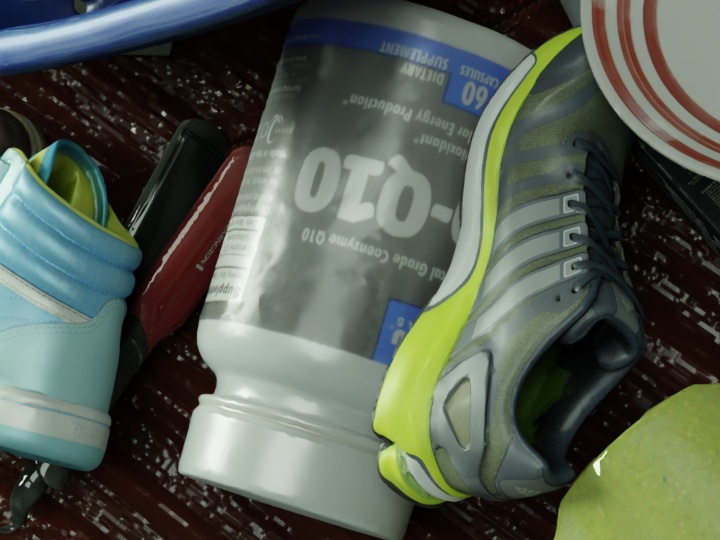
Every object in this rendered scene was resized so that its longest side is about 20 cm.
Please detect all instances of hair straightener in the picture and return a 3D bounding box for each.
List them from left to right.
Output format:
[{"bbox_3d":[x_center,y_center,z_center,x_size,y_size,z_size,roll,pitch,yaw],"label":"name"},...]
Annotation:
[{"bbox_3d":[-0.114,0.022,1.045,0.077,0.041,0.200,32,93,38],"label":"hair straightener"}]

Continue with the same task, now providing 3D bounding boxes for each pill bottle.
[{"bbox_3d":[0.000,0.000,0.971,0.113,0.114,0.201,14,82,17],"label":"pill bottle"}]

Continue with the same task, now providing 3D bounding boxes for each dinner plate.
[{"bbox_3d":[0.181,-0.106,0.896,0.199,0.024,0.201,-9,55,13],"label":"dinner plate"}]

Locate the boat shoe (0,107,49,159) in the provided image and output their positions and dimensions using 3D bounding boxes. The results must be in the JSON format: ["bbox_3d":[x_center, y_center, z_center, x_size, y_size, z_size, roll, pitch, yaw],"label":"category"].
[{"bbox_3d":[-0.241,-0.039,1.066,0.199,0.072,0.072,-9,76,13],"label":"boat shoe"}]

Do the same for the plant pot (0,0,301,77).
[{"bbox_3d":[-0.056,-0.191,0.912,0.200,0.179,0.201,-8,96,47],"label":"plant pot"}]

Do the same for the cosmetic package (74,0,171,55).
[{"bbox_3d":[-0.188,-0.143,1.060,0.199,0.104,0.073,3,79,17],"label":"cosmetic package"}]

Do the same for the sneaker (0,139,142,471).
[{"bbox_3d":[-0.173,0.000,1.020,0.199,0.079,0.131,16,85,28],"label":"sneaker"}]

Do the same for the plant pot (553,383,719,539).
[{"bbox_3d":[0.166,0.139,0.869,0.200,0.200,0.184,-39,60,4],"label":"plant pot"}]

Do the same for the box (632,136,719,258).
[{"bbox_3d":[0.214,-0.071,0.924,0.200,0.050,0.158,-39,38,3],"label":"box"}]

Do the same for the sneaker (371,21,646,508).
[{"bbox_3d":[0.078,0.000,0.911,0.081,0.074,0.201,9,75,44],"label":"sneaker"}]

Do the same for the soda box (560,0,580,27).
[{"bbox_3d":[0.087,-0.187,0.978,0.068,0.064,0.201,-27,89,-14],"label":"soda box"}]
